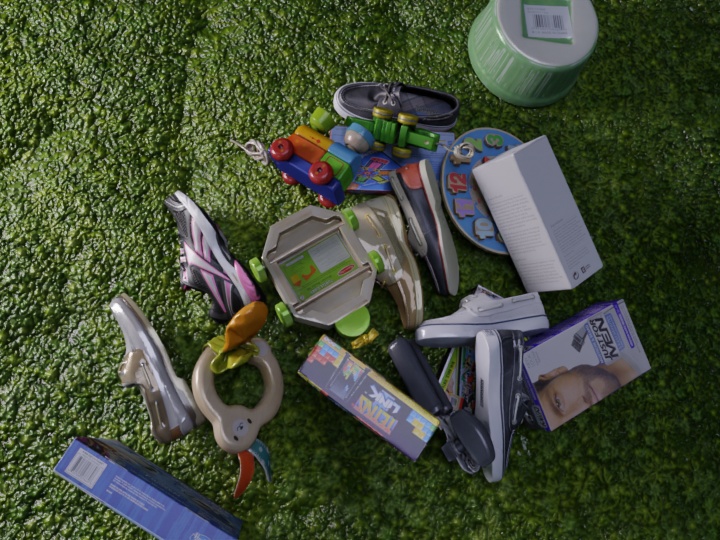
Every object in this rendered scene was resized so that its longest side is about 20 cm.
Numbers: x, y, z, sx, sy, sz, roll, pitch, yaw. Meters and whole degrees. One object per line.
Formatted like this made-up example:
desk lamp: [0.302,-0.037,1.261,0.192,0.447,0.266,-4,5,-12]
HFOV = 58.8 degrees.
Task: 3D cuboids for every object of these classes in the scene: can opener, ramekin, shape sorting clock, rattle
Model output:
can opener: [0.109,0.167,0.837,0.067,0.053,0.202,-40,61,22]
ramekin: [0.281,-0.377,1.026,0.196,0.098,0.204,2,75,-8]
shape sorting clock: [0.210,-0.123,0.973,0.196,0.039,0.204,4,75,-17]
rattle: [-0.129,0.164,0.797,0.129,0.142,0.203,21,51,-44]

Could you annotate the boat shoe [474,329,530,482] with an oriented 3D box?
boat shoe: [0.187,0.175,0.831,0.066,0.072,0.204,-3,96,-8]

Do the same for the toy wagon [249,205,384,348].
toy wagon: [-0.044,0.015,0.834,0.154,0.040,0.202,-28,77,-15]

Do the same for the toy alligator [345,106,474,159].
toy alligator: [0.075,-0.199,0.944,0.197,0.054,0.060,17,112,12]

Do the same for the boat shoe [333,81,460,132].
boat shoe: [0.058,-0.257,0.979,0.196,0.066,0.071,12,74,-6]

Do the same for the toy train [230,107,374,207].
toy train: [-0.084,-0.190,0.928,0.198,0.085,0.116,32,77,18]

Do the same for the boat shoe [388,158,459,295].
boat shoe: [0.095,-0.058,0.934,0.062,0.071,0.204,-15,93,20]

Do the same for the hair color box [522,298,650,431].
hair color box: [0.302,0.130,0.899,0.197,0.065,0.111,-24,90,-21]

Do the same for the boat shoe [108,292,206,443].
boat shoe: [-0.278,0.126,0.826,0.068,0.075,0.202,-30,83,-20]

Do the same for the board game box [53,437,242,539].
board game box: [-0.229,0.262,0.734,0.198,0.199,0.044,32,71,0]

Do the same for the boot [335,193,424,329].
boot: [0.000,0.000,0.901,0.153,0.073,0.203,-13,76,-12]

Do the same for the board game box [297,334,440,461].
board game box: [0.001,0.156,0.795,0.164,0.200,0.057,38,79,3]

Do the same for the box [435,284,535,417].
box: [0.173,0.136,0.913,0.109,0.035,0.202,26,73,-2]

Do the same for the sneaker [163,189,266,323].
sneaker: [-0.219,-0.016,0.873,0.086,0.080,0.201,-35,78,-5]

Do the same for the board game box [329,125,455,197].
board game box: [0.051,-0.166,0.980,0.196,0.019,0.105,2,74,-8]

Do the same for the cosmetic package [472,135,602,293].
cosmetic package: [0.250,-0.075,0.909,0.071,0.101,0.203,-29,98,-23]

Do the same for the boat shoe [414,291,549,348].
boat shoe: [0.163,0.065,0.881,0.196,0.074,0.067,-3,72,-20]
